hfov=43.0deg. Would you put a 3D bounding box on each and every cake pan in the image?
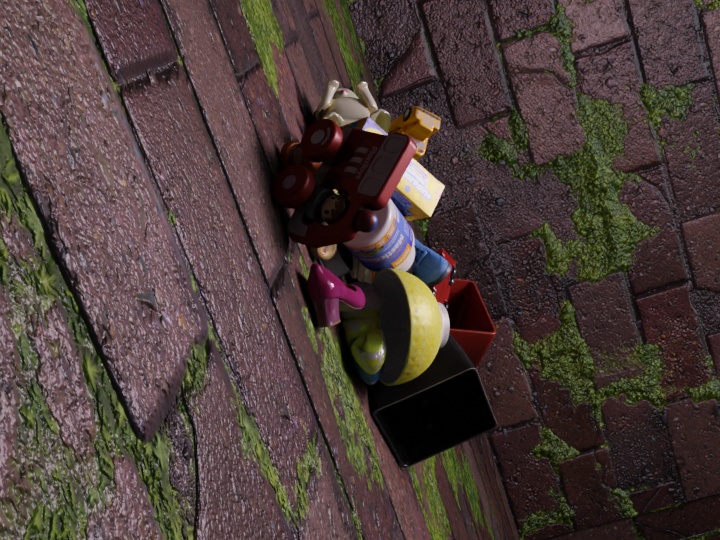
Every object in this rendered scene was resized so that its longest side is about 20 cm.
[{"bbox_3d":[-0.057,-0.079,1.607,0.200,0.036,0.203,-17,91,-81],"label":"cake pan"}]

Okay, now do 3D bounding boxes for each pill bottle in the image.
[{"bbox_3d":[0.032,-0.061,1.602,0.200,0.111,0.114,45,29,-61],"label":"pill bottle"}]

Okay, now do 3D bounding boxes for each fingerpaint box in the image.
[{"bbox_3d":[0.023,-0.170,1.634,0.199,0.166,0.074,39,66,-27],"label":"fingerpaint box"}]

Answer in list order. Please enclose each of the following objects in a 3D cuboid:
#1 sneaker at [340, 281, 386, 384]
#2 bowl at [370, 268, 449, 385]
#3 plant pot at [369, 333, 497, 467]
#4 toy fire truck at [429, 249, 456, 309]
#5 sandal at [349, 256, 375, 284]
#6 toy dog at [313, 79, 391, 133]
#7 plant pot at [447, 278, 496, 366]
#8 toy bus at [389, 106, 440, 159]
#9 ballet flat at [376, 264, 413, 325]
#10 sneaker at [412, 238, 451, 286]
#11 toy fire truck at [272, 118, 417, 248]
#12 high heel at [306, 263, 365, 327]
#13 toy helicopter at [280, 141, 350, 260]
[{"bbox_3d":[0.002,0.114,1.581,0.202,0.074,0.106,-96,-176,-50],"label":"sneaker"},{"bbox_3d":[0.092,0.097,1.595,0.200,0.106,0.204,180,-90,-68],"label":"bowl"},{"bbox_3d":[0.119,0.213,1.712,0.179,0.197,0.201,-111,176,-46],"label":"plant pot"},{"bbox_3d":[0.120,0.025,1.815,0.049,0.140,0.202,41,45,-26],"label":"toy fire truck"},{"bbox_3d":[0.000,0.004,1.767,0.079,0.058,0.210,-91,-177,-65],"label":"sandal"},{"bbox_3d":[-0.023,-0.289,1.834,0.201,0.137,0.196,-110,-170,-53],"label":"toy dog"},{"bbox_3d":[0.147,0.140,1.903,0.201,0.196,0.179,-104,-157,-59],"label":"plant pot"},{"bbox_3d":[0.076,-0.250,1.800,0.064,0.199,0.079,23,67,-24],"label":"toy bus"},{"bbox_3d":[0.059,0.032,1.729,0.068,0.067,0.203,33,75,-54],"label":"ballet flat"},{"bbox_3d":[0.102,-0.026,1.768,0.079,0.066,0.200,47,-7,-28],"label":"sneaker"},{"bbox_3d":[-0.022,-0.123,1.348,0.112,0.167,0.202,43,71,-45],"label":"toy fire truck"},{"bbox_3d":[-0.035,0.021,1.447,0.200,0.066,0.098,-46,129,-76],"label":"high heel"},{"bbox_3d":[-0.055,-0.119,1.489,0.131,0.078,0.204,-9,103,-41],"label":"toy helicopter"}]
